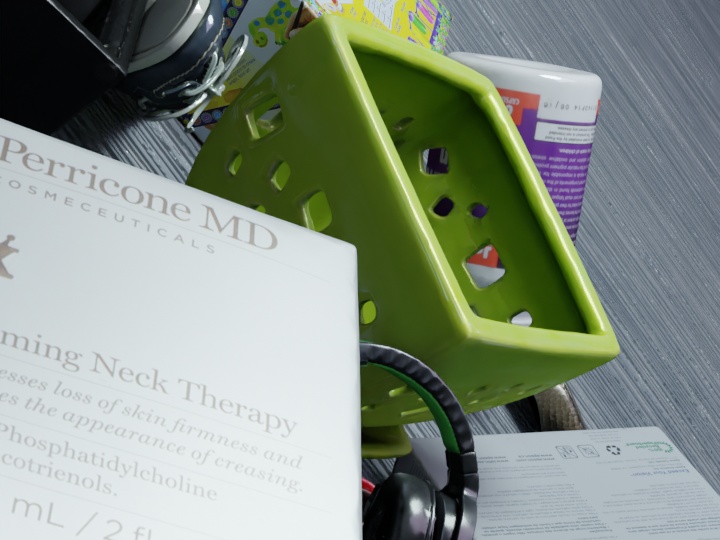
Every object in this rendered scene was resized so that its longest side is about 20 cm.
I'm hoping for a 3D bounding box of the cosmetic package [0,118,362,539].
[{"bbox_3d":[-0.107,0.084,0.616,0.167,0.166,0.200,19,38,-17],"label":"cosmetic package"}]

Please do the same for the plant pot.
[{"bbox_3d":[0.000,0.000,0.940,0.200,0.181,0.199,9,52,-57],"label":"plant pot"}]

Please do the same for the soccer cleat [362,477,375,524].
[{"bbox_3d":[0.003,0.152,0.893,0.200,0.076,0.067,35,33,-38],"label":"soccer cleat"}]

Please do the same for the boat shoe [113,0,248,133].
[{"bbox_3d":[-0.105,-0.118,0.932,0.062,0.075,0.200,44,-14,-16],"label":"boat shoe"}]

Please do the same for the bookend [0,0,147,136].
[{"bbox_3d":[-0.210,-0.195,0.889,0.199,0.092,0.200,44,27,-26],"label":"bookend"}]

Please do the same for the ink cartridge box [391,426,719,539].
[{"bbox_3d":[0.145,0.168,0.995,0.196,0.043,0.200,1,31,-27],"label":"ink cartridge box"}]

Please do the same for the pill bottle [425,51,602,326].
[{"bbox_3d":[0.096,-0.044,1.150,0.111,0.111,0.200,-13,114,-64],"label":"pill bottle"}]

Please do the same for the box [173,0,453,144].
[{"bbox_3d":[-0.051,-0.172,1.114,0.193,0.122,0.200,49,27,-18],"label":"box"}]

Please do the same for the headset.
[{"bbox_3d":[-0.009,0.133,0.801,0.094,0.123,0.200,176,-88,-76],"label":"headset"}]

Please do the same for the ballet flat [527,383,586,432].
[{"bbox_3d":[0.114,0.065,1.238,0.200,0.046,0.067,61,-8,-4],"label":"ballet flat"}]
